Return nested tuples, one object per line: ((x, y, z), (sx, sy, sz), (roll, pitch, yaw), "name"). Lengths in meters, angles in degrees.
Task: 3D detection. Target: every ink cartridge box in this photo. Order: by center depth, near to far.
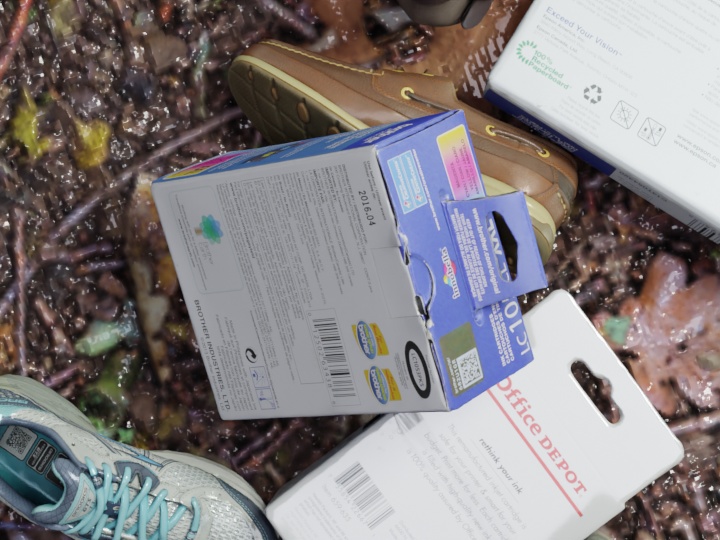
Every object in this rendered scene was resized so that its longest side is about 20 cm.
((0.000, 0.000, 1.036), (0.199, 0.076, 0.138), (-6, 105, 45), "ink cartridge box")
((0.196, -0.126, 1.079), (0.195, 0.043, 0.201), (32, 81, 2), "ink cartridge box")
((0.062, 0.110, 1.100), (0.199, 0.067, 0.116), (-37, 89, 7), "ink cartridge box")

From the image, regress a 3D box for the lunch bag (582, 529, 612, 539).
((0.151, 0.243, 1.051), (0.117, 0.164, 0.200), (-43, 88, 1), "lunch bag")

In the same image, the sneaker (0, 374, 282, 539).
((-0.139, 0.127, 1.111), (0.198, 0.086, 0.078), (23, 96, 4), "sneaker")

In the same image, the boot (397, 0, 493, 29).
((0.085, -0.208, 1.038), (0.070, 0.146, 0.201), (31, 96, 5), "boot")

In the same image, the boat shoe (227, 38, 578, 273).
((0.024, -0.072, 1.099), (0.199, 0.072, 0.068), (28, 62, 10), "boat shoe")
